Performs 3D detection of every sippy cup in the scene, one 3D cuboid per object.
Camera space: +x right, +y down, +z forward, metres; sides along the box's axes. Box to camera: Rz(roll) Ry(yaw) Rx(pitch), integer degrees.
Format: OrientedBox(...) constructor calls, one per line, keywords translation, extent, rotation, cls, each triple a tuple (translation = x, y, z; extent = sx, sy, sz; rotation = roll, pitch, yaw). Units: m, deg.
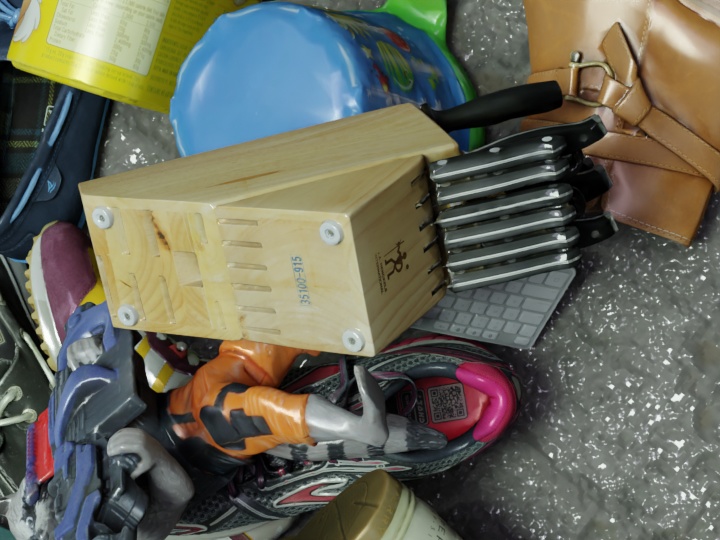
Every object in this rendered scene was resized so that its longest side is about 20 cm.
OrientedBox(translation=(-0.023, -0.070, 0.884), extent=(0.139, 0.130, 0.178), rotation=(-8, 82, 19), cls="sippy cup")

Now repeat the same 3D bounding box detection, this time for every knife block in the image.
OrientedBox(translation=(0.005, -0.032, 0.798), extent=(0.200, 0.176, 0.064), rotation=(4, 116, 32), cls="knife block")

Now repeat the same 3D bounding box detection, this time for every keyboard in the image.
OrientedBox(translation=(0.000, 0.000, 0.848), extent=(0.056, 0.200, 0.011), rotation=(120, 153, -43), cls="keyboard")

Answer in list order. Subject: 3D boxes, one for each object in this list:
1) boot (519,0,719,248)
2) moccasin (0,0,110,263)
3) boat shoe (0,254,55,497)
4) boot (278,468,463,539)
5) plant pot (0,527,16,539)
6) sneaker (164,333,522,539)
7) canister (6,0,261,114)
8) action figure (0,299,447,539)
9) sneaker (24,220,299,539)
OrientedBox(translation=(0.097, -0.108, 0.875), extent=(0.200, 0.074, 0.155), rotation=(22, 97, 23), cls="boot")
OrientedBox(translation=(-0.168, -0.106, 0.973), extent=(0.080, 0.068, 0.201), rotation=(-4, 82, 21), cls="moccasin")
OrientedBox(translation=(-0.188, 0.068, 0.969), extent=(0.071, 0.064, 0.200), rotation=(-32, 76, 15), cls="boat shoe")
OrientedBox(translation=(0.020, 0.184, 0.869), extent=(0.154, 0.072, 0.200), rotation=(33, 140, -10), cls="boot")
OrientedBox(translation=(-0.206, 0.209, 0.908), extent=(0.199, 0.141, 0.142), rotation=(12, 106, 13), cls="plant pot")
OrientedBox(translation=(-0.023, 0.074, 0.864), extent=(0.200, 0.075, 0.081), rotation=(-18, 92, -4), cls="sneaker")
OrientedBox(translation=(-0.092, -0.181, 0.911), extent=(0.086, 0.148, 0.200), rotation=(19, 94, 21), cls="canister")
OrientedBox(translation=(-0.069, 0.086, 0.780), extent=(0.193, 0.105, 0.200), rotation=(-24, 33, 16), cls="action figure")
OrientedBox(translation=(-0.099, 0.057, 0.939), extent=(0.090, 0.075, 0.200), rotation=(-24, 83, 8), cls="sneaker")
